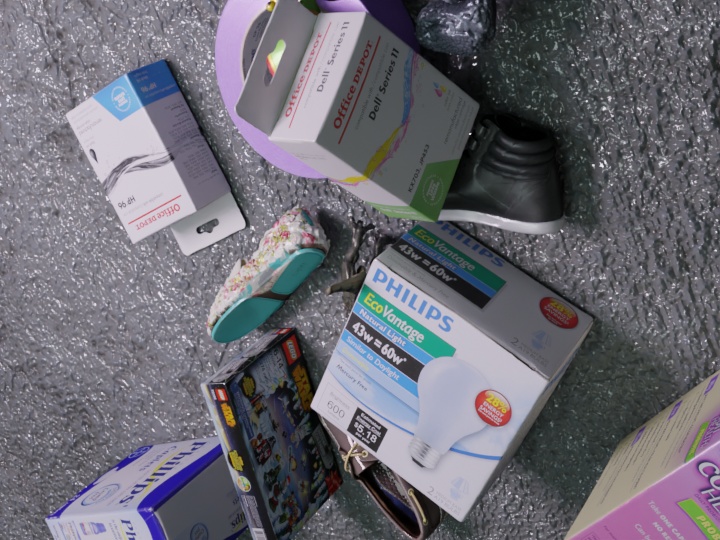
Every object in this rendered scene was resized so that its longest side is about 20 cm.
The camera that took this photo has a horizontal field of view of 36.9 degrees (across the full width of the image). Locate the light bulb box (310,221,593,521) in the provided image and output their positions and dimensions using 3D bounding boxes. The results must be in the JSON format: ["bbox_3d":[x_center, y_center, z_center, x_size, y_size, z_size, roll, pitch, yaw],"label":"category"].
[{"bbox_3d":[0.085,0.091,1.045,0.197,0.125,0.202,34,127,14],"label":"light bulb box"}]

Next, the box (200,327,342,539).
[{"bbox_3d":[-0.094,0.184,1.195,0.039,0.137,0.204,-6,109,33],"label":"box"}]

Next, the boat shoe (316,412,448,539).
[{"bbox_3d":[0.017,0.207,1.183,0.201,0.059,0.072,49,129,3],"label":"boat shoe"}]

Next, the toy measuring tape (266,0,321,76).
[{"bbox_3d":[-0.032,-0.158,0.955,0.073,0.073,0.203,-21,99,37],"label":"toy measuring tape"}]

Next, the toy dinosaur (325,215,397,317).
[{"bbox_3d":[0.000,0.000,1.059,0.047,0.200,0.090,15,82,9],"label":"toy dinosaur"}]

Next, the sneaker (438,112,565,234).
[{"bbox_3d":[0.094,-0.099,0.989,0.196,0.071,0.101,9,115,23],"label":"sneaker"}]

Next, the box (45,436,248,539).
[{"bbox_3d":[-0.243,0.292,1.311,0.197,0.183,0.107,-13,104,35],"label":"box"}]

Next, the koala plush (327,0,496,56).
[{"bbox_3d":[0.005,-0.282,0.868,0.196,0.177,0.188,-1,75,13],"label":"koala plush"}]

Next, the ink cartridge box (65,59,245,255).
[{"bbox_3d":[-0.223,-0.110,1.182,0.115,0.068,0.203,-21,100,38],"label":"ink cartridge box"}]

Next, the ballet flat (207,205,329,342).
[{"bbox_3d":[-0.102,0.004,1.161,0.199,0.075,0.065,-40,54,34],"label":"ballet flat"}]

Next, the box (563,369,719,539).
[{"bbox_3d":[0.295,0.176,0.918,0.097,0.176,0.200,46,127,5],"label":"box"}]

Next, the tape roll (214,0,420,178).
[{"bbox_3d":[-0.042,-0.195,1.030,0.197,0.066,0.204,14,119,26],"label":"tape roll"}]

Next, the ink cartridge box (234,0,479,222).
[{"bbox_3d":[0.002,-0.134,0.896,0.067,0.199,0.119,12,78,48],"label":"ink cartridge box"}]
